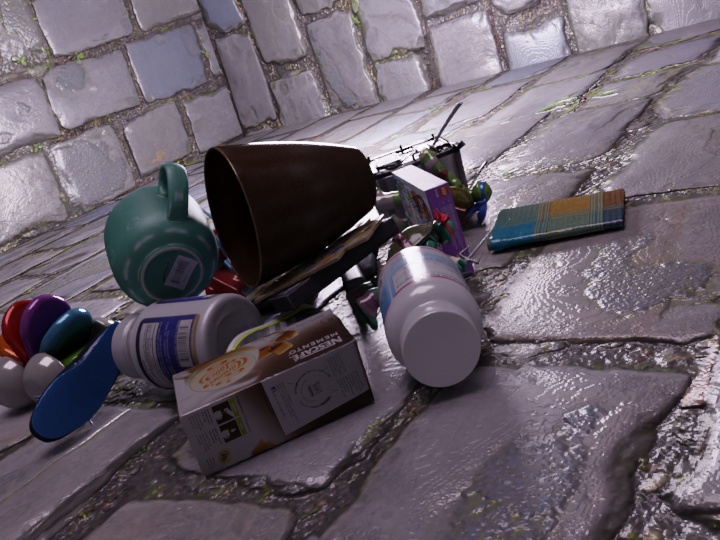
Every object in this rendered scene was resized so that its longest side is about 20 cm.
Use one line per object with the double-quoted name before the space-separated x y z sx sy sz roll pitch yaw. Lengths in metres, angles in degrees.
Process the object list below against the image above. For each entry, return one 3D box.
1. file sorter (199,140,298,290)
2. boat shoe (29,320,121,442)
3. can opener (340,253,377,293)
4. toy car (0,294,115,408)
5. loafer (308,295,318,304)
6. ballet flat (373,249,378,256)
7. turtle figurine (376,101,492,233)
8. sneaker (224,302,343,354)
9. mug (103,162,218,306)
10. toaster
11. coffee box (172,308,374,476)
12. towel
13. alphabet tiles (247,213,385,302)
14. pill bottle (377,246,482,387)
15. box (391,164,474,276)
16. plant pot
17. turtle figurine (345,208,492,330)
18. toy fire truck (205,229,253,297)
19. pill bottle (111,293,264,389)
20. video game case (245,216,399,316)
"file sorter" -0.132 -0.092 1.216 0.199 0.124 0.138 -35 27 -14
"boat shoe" -0.373 0.159 1.080 0.068 0.084 0.200 -33 13 42
"can opener" 0.000 0.000 1.214 0.066 0.054 0.200 -20 18 -2
"toy car" -0.473 0.110 1.212 0.197 0.152 0.175 -7 20 32
"loafer" -0.098 -0.010 1.279 0.074 0.069 0.201 0 27 -1
"ballet flat" -0.026 -0.056 1.402 0.066 0.058 0.199 -26 18 -24
"turtle figurine" 0.131 -0.145 1.375 0.191 0.203 0.144 -17 -17 19
"sneaker" -0.095 0.097 0.995 0.080 0.075 0.200 0 27 36
"mug" -0.279 -0.036 1.104 0.150 0.187 0.115 -26 41 -10
"toaster" 0.107 -0.174 1.514 0.178 0.120 0.200 -20 17 -1
"coffee box" -0.098 0.129 0.875 0.197 0.081 0.114 -22 21 -10
"towel" 0.295 -0.076 1.191 0.197 0.022 0.147 -9 21 23
"alphabet tiles" -0.060 -0.016 1.066 0.198 0.006 0.167 -27 11 23
"pill bottle" 0.077 0.049 0.889 0.107 0.110 0.200 -17 18 3
"box" 0.106 -0.077 1.193 0.039 0.139 0.200 -20 18 -6
"plant pot" -0.085 -0.098 1.072 0.198 0.190 0.186 -20 16 -24
"turtle figurine" 0.075 -0.006 1.056 0.199 0.101 0.150 -37 -6 -6
"toy fire truck" -0.169 -0.007 1.358 0.166 0.114 0.199 25 38 28
"pill bottle" -0.233 0.097 1.053 0.198 0.121 0.120 -6 21 36
"video game case" -0.065 0.000 1.090 0.199 0.026 0.180 -37 12 -31
